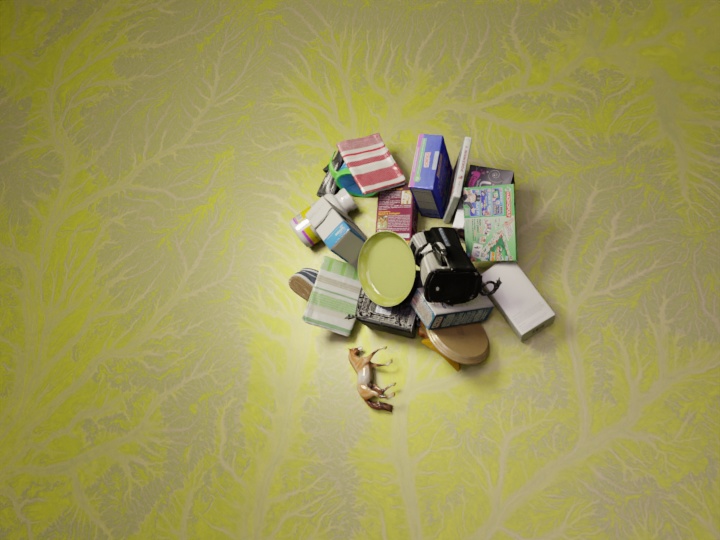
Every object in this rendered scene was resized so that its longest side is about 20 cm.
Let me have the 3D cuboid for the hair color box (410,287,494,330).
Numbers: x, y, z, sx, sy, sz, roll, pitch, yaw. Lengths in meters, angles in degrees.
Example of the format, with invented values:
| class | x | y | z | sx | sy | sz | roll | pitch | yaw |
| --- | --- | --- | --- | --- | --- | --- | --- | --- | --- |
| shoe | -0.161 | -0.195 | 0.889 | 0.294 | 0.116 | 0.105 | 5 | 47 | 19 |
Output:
| class | x | y | z | sx | sy | sz | roll | pitch | yaw |
| --- | --- | --- | --- | --- | --- | --- | --- | --- | --- |
| hair color box | 0.243 | 0.091 | 1.499 | 0.200 | 0.061 | 0.100 | -5 | 44 | -30 |

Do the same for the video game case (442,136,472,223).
| class | x | y | z | sx | sy | sz | roll | pitch | yaw |
| --- | --- | --- | --- | --- | --- | --- | --- | --- | --- |
| video game case | 0.273 | -0.252 | 1.609 | 0.023 | 0.200 | 0.182 | 13 | 74 | 3 |

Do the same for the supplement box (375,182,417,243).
| class | x | y | z | sx | sy | sz | roll | pitch | yaw |
| --- | --- | --- | --- | --- | --- | --- | --- | --- | --- |
| supplement box | 0.109 | -0.153 | 1.684 | 0.110 | 0.086 | 0.200 | -1 | 71 | 16 |

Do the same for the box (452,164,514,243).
| class | x | y | z | sx | sy | sz | roll | pitch | yaw |
| --- | --- | --- | --- | --- | --- | --- | --- | --- | --- |
| box | 0.351 | -0.181 | 1.606 | 0.132 | 0.115 | 0.200 | 13 | 75 | 20 |

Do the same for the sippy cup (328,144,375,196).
| class | x | y | z | sx | sy | sz | roll | pitch | yaw |
| --- | --- | --- | --- | --- | --- | --- | --- | --- | --- |
| sippy cup | 0.002 | -0.318 | 1.750 | 0.140 | 0.178 | 0.130 | -6 | 62 | 40 |

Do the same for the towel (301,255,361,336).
| class | x | y | z | sx | sy | sz | roll | pitch | yaw |
| --- | --- | --- | --- | --- | --- | --- | --- | --- | --- |
| towel | -0.069 | 0.073 | 1.618 | 0.149 | 0.031 | 0.200 | 20 | 83 | -14 |

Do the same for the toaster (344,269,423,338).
| class | x | y | z | sx | sy | sz | roll | pitch | yaw |
| --- | --- | --- | --- | --- | --- | --- | --- | --- | --- |
| toaster | 0.085 | 0.084 | 1.589 | 0.200 | 0.119 | 0.181 | 11 | 74 | 19 |

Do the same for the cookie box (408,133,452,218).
| class | x | y | z | sx | sy | sz | roll | pitch | yaw |
| --- | --- | --- | --- | --- | --- | --- | --- | --- | --- |
| cookie box | 0.206 | -0.268 | 1.633 | 0.075 | 0.200 | 0.171 | 7 | 73 | 19 |

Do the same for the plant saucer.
| class | x | y | z | sx | sy | sz | roll | pitch | yaw |
| --- | --- | --- | --- | --- | --- | --- | --- | --- | --- |
| plant saucer | 0.074 | -0.006 | 1.498 | 0.200 | 0.031 | 0.200 | 4 | 96 | 43 |

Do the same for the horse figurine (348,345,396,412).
| class | x | y | z | sx | sy | sz | roll | pitch | yaw |
| --- | --- | --- | --- | --- | --- | --- | --- | --- | --- |
| horse figurine | 0.031 | 0.297 | 1.564 | 0.132 | 0.050 | 0.200 | -18 | 73 | 24 |

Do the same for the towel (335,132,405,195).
| class | x | y | z | sx | sy | sz | roll | pitch | yaw |
| --- | --- | --- | --- | --- | --- | --- | --- | --- | --- |
| towel | 0.031 | -0.319 | 1.676 | 0.144 | 0.023 | 0.200 | -19 | 65 | -18 |

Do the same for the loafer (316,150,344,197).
| class | x | y | z | sx | sy | sz | roll | pitch | yaw |
| --- | --- | --- | --- | --- | --- | --- | --- | --- | --- |
| loafer | -0.087 | -0.321 | 1.811 | 0.070 | 0.068 | 0.201 | 16 | 80 | 12 |

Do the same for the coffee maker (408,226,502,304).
| class | x | y | z | sx | sy | sz | roll | pitch | yaw |
| --- | --- | --- | --- | --- | --- | --- | --- | --- | --- |
| coffee maker | 0.233 | -0.011 | 1.479 | 0.135 | 0.192 | 0.200 | -59 | 24 | 29 |

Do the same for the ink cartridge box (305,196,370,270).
| class | x | y | z | sx | sy | sz | roll | pitch | yaw |
| --- | --- | --- | --- | --- | --- | --- | --- | --- | --- |
| ink cartridge box | -0.054 | -0.105 | 1.615 | 0.084 | 0.145 | 0.200 | -47 | 43 | 8 |

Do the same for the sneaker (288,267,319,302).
| class | x | y | z | sx | sy | sz | roll | pitch | yaw |
| --- | --- | --- | --- | --- | --- | --- | --- | --- | --- |
| sneaker | -0.119 | 0.072 | 1.684 | 0.200 | 0.109 | 0.070 | 45 | 111 | -6 |

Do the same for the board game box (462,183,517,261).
| class | x | y | z | sx | sy | sz | roll | pitch | yaw |
| --- | --- | --- | --- | --- | --- | --- | --- | --- | --- |
| board game box | 0.344 | -0.124 | 1.502 | 0.134 | 0.029 | 0.200 | -1 | 97 | 23 |

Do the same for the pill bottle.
| class | x | y | z | sx | sy | sz | roll | pitch | yaw |
| --- | --- | --- | --- | --- | --- | --- | --- | --- | --- |
| pill bottle | -0.111 | -0.167 | 1.745 | 0.200 | 0.104 | 0.104 | -35 | 65 | 2 |

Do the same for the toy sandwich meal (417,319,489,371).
| class | x | y | z | sx | sy | sz | roll | pitch | yaw |
| --- | --- | --- | --- | --- | --- | --- | --- | --- | --- |
| toy sandwich meal | 0.246 | 0.180 | 1.512 | 0.205 | 0.070 | 0.205 | 14 | 43 | -13 |

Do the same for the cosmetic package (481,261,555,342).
| class | x | y | z | sx | sy | sz | roll | pitch | yaw |
| --- | --- | --- | --- | --- | --- | --- | --- | --- | --- |
| cosmetic package | 0.415 | 0.075 | 1.512 | 0.108 | 0.085 | 0.200 | -31 | 65 | 3 |
